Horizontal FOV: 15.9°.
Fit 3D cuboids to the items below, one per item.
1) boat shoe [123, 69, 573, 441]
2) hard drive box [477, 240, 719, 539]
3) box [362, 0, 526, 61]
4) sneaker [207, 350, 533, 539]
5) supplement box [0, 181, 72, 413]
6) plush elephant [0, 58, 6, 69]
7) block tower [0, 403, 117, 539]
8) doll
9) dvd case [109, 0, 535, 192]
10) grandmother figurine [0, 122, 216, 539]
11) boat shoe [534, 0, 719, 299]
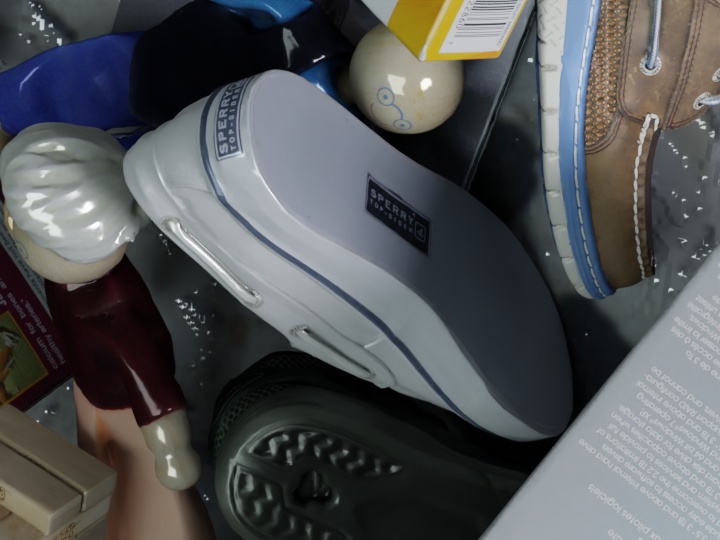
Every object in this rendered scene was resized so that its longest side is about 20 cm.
[{"bbox_3d":[0.000,0.000,0.876,0.065,0.074,0.200,-17,137,33],"label":"boat shoe"},{"bbox_3d":[0.086,0.096,0.804,0.077,0.156,0.200,38,79,13],"label":"hard drive box"},{"bbox_3d":[-0.002,-0.171,0.810,0.200,0.041,0.119,50,128,34],"label":"box"},{"bbox_3d":[0.032,0.085,0.939,0.199,0.114,0.076,24,103,-17],"label":"sneaker"},{"bbox_3d":[-0.194,0.035,0.947,0.086,0.200,0.110,-31,95,38],"label":"supplement box"},{"bbox_3d":[-0.200,-0.137,0.899,0.200,0.165,0.155,38,165,-10],"label":"plush elephant"},{"bbox_3d":[-0.138,0.148,0.942,0.058,0.054,0.200,30,128,25],"label":"block tower"},{"bbox_3d":[-0.047,-0.053,0.911,0.200,0.048,0.137,-12,119,34],"label":"doll"},{"bbox_3d":[-0.003,-0.124,0.897,0.148,0.016,0.200,28,120,14],"label":"dvd case"},{"bbox_3d":[-0.086,0.035,0.915,0.121,0.060,0.200,40,150,47],"label":"grandmother figurine"},{"bbox_3d":[0.092,-0.081,0.833,0.072,0.072,0.200,-3,120,6],"label":"boat shoe"}]
